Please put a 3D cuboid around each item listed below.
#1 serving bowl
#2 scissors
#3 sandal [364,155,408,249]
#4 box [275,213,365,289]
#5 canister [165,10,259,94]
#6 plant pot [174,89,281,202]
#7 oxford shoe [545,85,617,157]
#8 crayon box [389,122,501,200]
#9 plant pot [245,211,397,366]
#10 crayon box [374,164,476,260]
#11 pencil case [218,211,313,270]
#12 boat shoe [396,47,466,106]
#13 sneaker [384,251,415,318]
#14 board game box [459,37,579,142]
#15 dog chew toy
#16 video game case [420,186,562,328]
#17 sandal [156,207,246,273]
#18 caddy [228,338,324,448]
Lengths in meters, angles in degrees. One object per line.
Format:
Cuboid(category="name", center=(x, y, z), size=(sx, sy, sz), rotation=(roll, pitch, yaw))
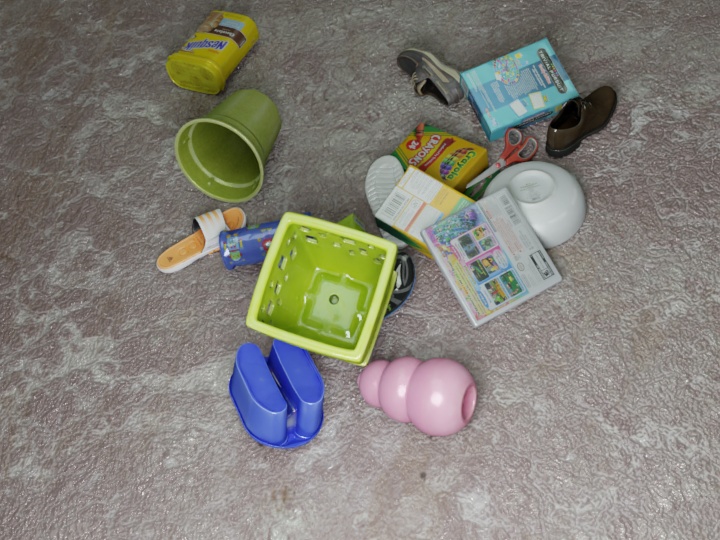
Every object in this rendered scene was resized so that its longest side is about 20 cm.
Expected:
Cuboid(category="serving bowl", center=(0.323, -0.135, 1.679), size=(0.198, 0.066, 0.201), rotation=(-7, 53, 9))
Cuboid(category="scissors", center=(0.281, -0.207, 1.752), size=(0.073, 0.014, 0.200), rotation=(38, 60, 0))
Cuboid(category="sandal", center=(0.056, -0.129, 1.751), size=(0.082, 0.050, 0.204), rotation=(-10, 66, 7))
Cuboid(category="box", center=(-0.075, -0.006, 1.650), size=(0.199, 0.048, 0.123), rotation=(-31, 45, 22))
Cuboid(category="canister", center=(-0.349, -0.523, 2.132), size=(0.147, 0.087, 0.201), rotation=(15, 56, 23))
Cuboid(category="plant pot", center=(-0.258, -0.278, 1.868), size=(0.199, 0.202, 0.185), rotation=(7, 44, 19))
Cuboid(category="oxford shoe", center=(0.444, -0.312, 1.776), size=(0.072, 0.085, 0.200), rotation=(31, 63, 33))
Cuboid(category="crayon box", center=(0.165, -0.209, 1.784), size=(0.199, 0.051, 0.127), rotation=(28, 63, 29))
Cuboid(category="plant pot", center=(-0.050, 0.042, 1.459), size=(0.197, 0.182, 0.202), rotation=(17, 79, 11))
Cuboid(category="crayon box", center=(0.142, -0.093, 1.668), size=(0.199, 0.052, 0.126), rotation=(31, 76, 18))
Cuboid(category="pencil case", center=(-0.173, -0.060, 1.732), size=(0.198, 0.079, 0.087), rotation=(-13, 21, 4))
Cuboid(category="boat shoe", center=(0.144, -0.419, 1.937), size=(0.073, 0.075, 0.200), rotation=(-41, 54, -19))
Cuboid(category="sneaker", center=(0.027, 0.047, 1.586), size=(0.071, 0.083, 0.200), rotation=(37, 77, 25))
Cuboid(category="board game box", center=(0.325, -0.372, 1.845), size=(0.198, 0.047, 0.152), rotation=(-22, 71, -5))
Cuboid(category="dog chew toy", center=(0.086, 0.194, 1.451), size=(0.198, 0.125, 0.125), rotation=(9, 55, 30))
Cuboid(category="video game case", center=(0.232, -0.025, 1.595), size=(0.181, 0.024, 0.201), rotation=(-27, 76, -8))
Cuboid(category="sandal", center=(-0.321, -0.069, 1.787), size=(0.206, 0.059, 0.079), rotation=(-34, 53, -13))
Cuboid(category="caddy", center=(-0.141, 0.206, 1.505), size=(0.140, 0.106, 0.201), rotation=(-11, 45, -23))
